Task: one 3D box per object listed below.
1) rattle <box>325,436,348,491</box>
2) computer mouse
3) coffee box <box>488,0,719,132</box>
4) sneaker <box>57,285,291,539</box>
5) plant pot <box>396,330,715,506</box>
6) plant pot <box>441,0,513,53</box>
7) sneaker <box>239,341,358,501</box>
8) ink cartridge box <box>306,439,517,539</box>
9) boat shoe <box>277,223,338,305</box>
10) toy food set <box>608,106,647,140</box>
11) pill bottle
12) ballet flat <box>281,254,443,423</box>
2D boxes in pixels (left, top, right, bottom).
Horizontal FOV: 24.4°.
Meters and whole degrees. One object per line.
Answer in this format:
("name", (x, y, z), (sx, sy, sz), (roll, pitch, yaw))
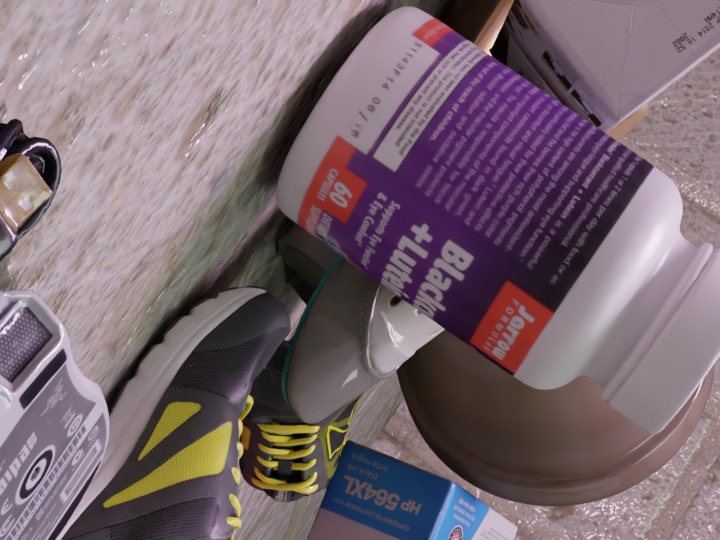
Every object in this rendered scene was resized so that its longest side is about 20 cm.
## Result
("rattle", (0.013, 0.086, 1.212), (0.200, 0.142, 0.131), (-37, 142, -52))
("computer mouse", (-0.113, 0.038, 0.456), (0.110, 0.044, 0.200), (-58, 169, -22))
("coffee box", (0.137, -0.128, 0.842), (0.113, 0.080, 0.200), (-37, 179, -1))
("sneaker", (-0.082, 0.093, 0.747), (0.200, 0.084, 0.075), (-52, 173, -32))
("plant pot", (0.107, 0.020, 0.971), (0.201, 0.199, 0.174), (-54, 159, -12))
("plant pot", (0.085, -0.161, 0.968), (0.201, 0.027, 0.200), (-55, 174, -8))
("sneaker", (-0.033, 0.088, 0.946), (0.200, 0.074, 0.085), (87, 10, -80))
("ink cartridge box", (0.010, 0.227, 1.045), (0.201, 0.084, 0.146), (-66, 154, -10))
("boat shoe", (0.000, 0.000, 0.943), (0.061, 0.072, 0.201), (-50, 170, -9))
("toy food set", (0.110, -0.083, 1.105), (0.199, 0.049, 0.198), (-33, 173, 17))
("pill bottle", (0.072, -0.018, 0.742), (0.112, 0.199, 0.111), (-54, 173, -10))
("ballet flat", (0.032, -0.007, 0.827), (0.201, 0.063, 0.068), (-59, 143, -24))
